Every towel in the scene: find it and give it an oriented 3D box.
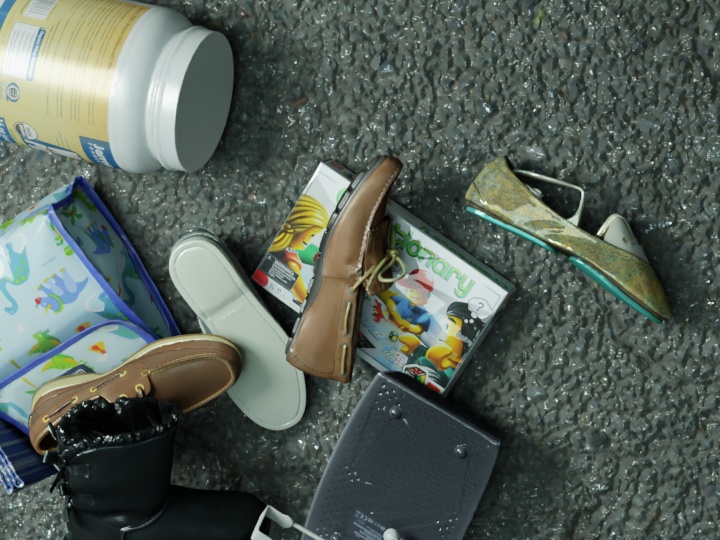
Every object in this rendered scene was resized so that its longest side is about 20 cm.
[{"bbox_3d":[-0.350,0.112,1.739,0.024,0.145,0.200,-34,88,5],"label":"towel"}]

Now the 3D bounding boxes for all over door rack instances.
[{"bbox_3d":[-0.030,0.278,1.649,0.200,0.067,0.148,23,127,-16],"label":"over door rack"}]

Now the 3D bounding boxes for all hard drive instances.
[{"bbox_3d":[0.037,0.189,1.658,0.135,0.042,0.200,30,120,11],"label":"hard drive"}]

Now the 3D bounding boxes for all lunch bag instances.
[{"bbox_3d":[-0.271,0.049,1.719,0.170,0.127,0.200,-30,105,18],"label":"lunch bag"}]

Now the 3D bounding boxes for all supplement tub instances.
[{"bbox_3d":[-0.224,-0.165,1.646,0.200,0.145,0.145,14,104,16],"label":"supplement tub"}]

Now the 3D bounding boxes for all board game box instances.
[{"bbox_3d":[0.019,0.011,1.654,0.200,0.035,0.126,35,108,10],"label":"board game box"}]

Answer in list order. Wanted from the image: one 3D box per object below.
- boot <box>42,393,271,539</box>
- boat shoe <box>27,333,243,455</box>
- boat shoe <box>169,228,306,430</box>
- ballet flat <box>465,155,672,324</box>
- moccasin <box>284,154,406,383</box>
[{"bbox_3d":[-0.171,0.179,1.632,0.198,0.073,0.163,-7,127,-13],"label":"boot"},{"bbox_3d":[-0.195,0.115,1.654,0.200,0.068,0.072,-18,119,11],"label":"boat shoe"},{"bbox_3d":[-0.105,0.049,1.689,0.073,0.062,0.200,-27,110,7],"label":"boat shoe"},{"bbox_3d":[0.182,-0.031,1.579,0.200,0.071,0.071,32,108,11],"label":"ballet flat"},{"bbox_3d":[0.000,0.000,1.602,0.078,0.074,0.202,20,101,5],"label":"moccasin"}]
